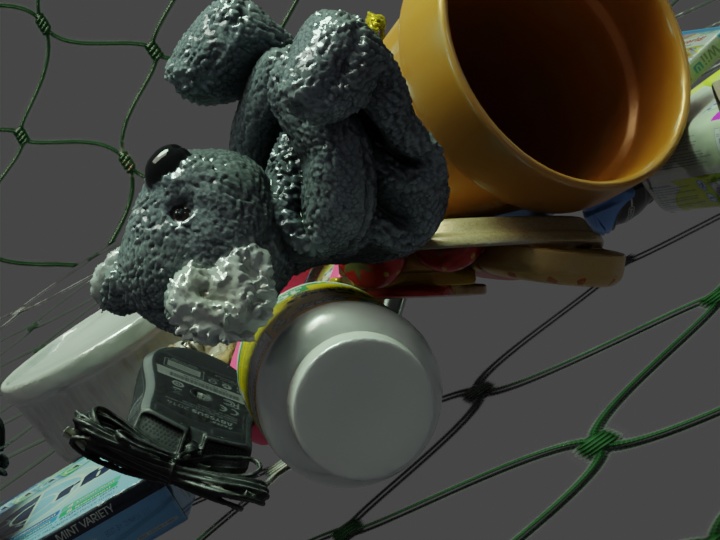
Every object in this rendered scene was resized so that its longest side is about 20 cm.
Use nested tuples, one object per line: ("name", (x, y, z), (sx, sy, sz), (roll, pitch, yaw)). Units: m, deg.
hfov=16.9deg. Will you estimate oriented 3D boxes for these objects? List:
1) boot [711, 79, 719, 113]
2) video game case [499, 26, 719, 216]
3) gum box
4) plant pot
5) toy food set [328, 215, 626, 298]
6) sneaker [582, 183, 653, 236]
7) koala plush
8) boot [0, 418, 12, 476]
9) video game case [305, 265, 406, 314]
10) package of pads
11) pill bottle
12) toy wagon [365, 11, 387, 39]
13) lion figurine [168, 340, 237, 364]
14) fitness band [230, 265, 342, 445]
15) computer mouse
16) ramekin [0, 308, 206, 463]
("boot", (0.291, -0.123, 1.502), (0.146, 0.070, 0.200), (-13, 34, 10))
("video game case", (0.164, -0.104, 1.749), (0.200, 0.018, 0.143), (-43, 17, -18))
("gum box", (-0.194, 0.172, 1.737), (0.170, 0.045, 0.200), (-30, 10, 7))
("plant pot", (0.085, -0.117, 1.617), (0.200, 0.200, 0.183), (-38, 5, -38))
("toy food set", (0.068, -0.007, 1.615), (0.200, 0.049, 0.198), (-3, -1, -10))
("sneaker", (0.199, -0.085, 1.781), (0.083, 0.071, 0.200), (-25, 16, 16))
("koala plush", (-0.064, -0.034, 1.450), (0.200, 0.184, 0.177), (-45, 30, -20))
("boot", (-0.308, 0.192, 1.723), (0.198, 0.073, 0.162), (-64, 9, 11))
("video game case", (0.000, 0.000, 1.769), (0.143, 0.018, 0.200), (-17, 51, 59))
("package of pads", (0.291, -0.117, 1.629), (0.200, 0.068, 0.154), (-34, 10, -21))
("pill bottle", (-0.012, 0.070, 1.474), (0.113, 0.113, 0.200), (-32, 8, -4))
("toy wagon", (-0.004, -0.107, 1.935), (0.155, 0.040, 0.200), (-98, 25, -66))
("lion figurine", (-0.088, 0.065, 1.942), (0.122, 0.072, 0.200), (-43, -7, 8))
("fitness band", (-0.040, 0.031, 1.743), (0.144, 0.037, 0.200), (-17, 48, 57))
("computer mouse", (-0.123, 0.110, 1.638), (0.200, 0.138, 0.053), (-77, 10, -72))
("ramekin", (-0.199, 0.085, 2.069), (0.202, 0.094, 0.202), (-30, 10, 6))
